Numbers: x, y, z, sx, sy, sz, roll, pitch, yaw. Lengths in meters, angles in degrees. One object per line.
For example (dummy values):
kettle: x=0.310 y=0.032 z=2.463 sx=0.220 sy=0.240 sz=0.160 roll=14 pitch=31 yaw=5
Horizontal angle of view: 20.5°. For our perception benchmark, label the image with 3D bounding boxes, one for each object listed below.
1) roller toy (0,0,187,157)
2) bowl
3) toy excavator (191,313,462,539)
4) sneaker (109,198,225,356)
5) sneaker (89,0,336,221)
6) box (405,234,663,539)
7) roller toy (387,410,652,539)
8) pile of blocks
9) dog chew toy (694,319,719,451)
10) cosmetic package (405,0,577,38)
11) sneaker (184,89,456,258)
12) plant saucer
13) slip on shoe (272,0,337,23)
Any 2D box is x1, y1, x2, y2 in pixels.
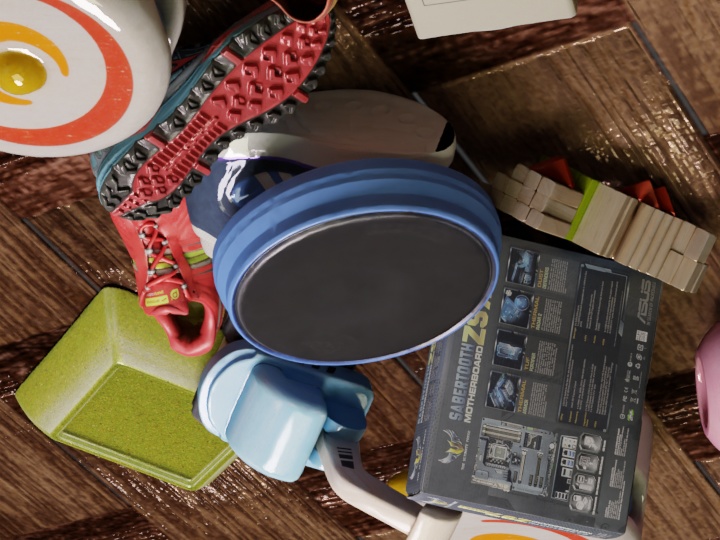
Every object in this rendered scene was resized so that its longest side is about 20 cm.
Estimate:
roller toy: x=-0.202 y=-0.165 z=1.222 sx=0.200 sy=0.140 sz=0.182 roll=35 pitch=134 yaw=-31
bowl: x=0.000 y=0.000 z=1.349 sx=0.200 sy=0.040 sz=0.201 roll=-8 pitch=146 yaw=-5
toy excavator: x=-0.028 y=0.131 z=1.508 sx=0.194 sy=0.200 sz=0.100 roll=19 pitch=114 yaw=-15
sneaker: x=-0.139 y=-0.009 z=1.460 sx=0.077 sy=0.085 sz=0.200 roll=-6 pitch=141 yaw=15
sneaker: x=-0.108 y=-0.128 z=1.307 sx=0.200 sy=0.096 sz=0.079 roll=-38 pitch=140 yaw=10
box: x=0.127 y=0.082 z=1.448 sx=0.157 sy=0.201 sz=0.051 roll=12 pitch=167 yaw=-11
roller toy: x=0.132 y=0.166 z=1.568 sx=0.199 sy=0.140 sz=0.183 roll=15 pitch=154 yaw=-10
pile of blocks: x=0.174 y=-0.045 z=1.406 sx=0.199 sy=0.082 sz=0.062 roll=21 pitch=98 yaw=-33
dog chew toy: x=0.354 y=0.082 z=1.487 sx=0.199 sy=0.125 sz=0.125 roll=-6 pitch=142 yaw=2
cosmetic package: x=0.058 y=-0.233 z=1.154 sx=0.105 sy=0.071 sz=0.200 roll=-6 pitch=141 yaw=14
sneaker: x=-0.026 y=-0.044 z=1.381 sx=0.199 sy=0.081 sz=0.147 roll=5 pitch=128 yaw=16
plant saucer: x=-0.165 y=0.113 z=1.653 sx=0.199 sy=0.048 sz=0.200 roll=23 pitch=139 yaw=-21
slip on shoe: x=-0.078 y=-0.222 z=1.198 sx=0.074 sy=0.061 sz=0.200 roll=-23 pitch=133 yaw=35
